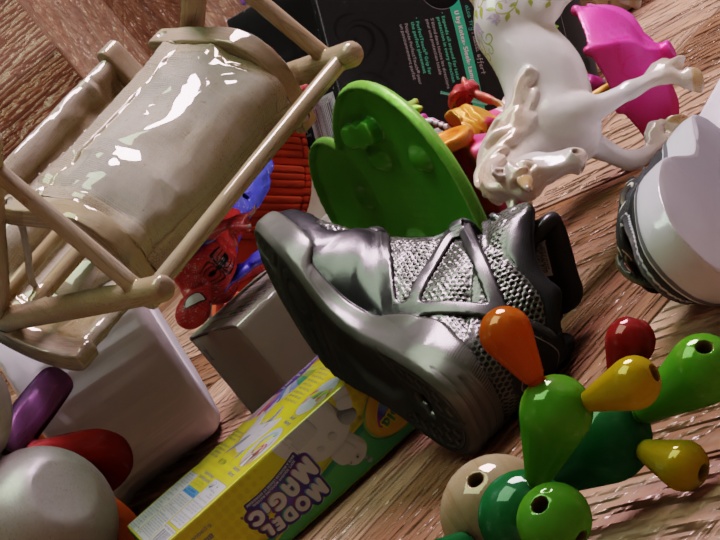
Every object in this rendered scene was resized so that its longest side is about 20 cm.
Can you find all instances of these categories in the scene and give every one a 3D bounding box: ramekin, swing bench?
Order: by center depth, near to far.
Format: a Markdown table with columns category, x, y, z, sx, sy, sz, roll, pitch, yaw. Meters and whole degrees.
| category | x | y | z | sx | sy | sz | roll | pitch | yaw |
| --- | --- | --- | --- | --- | --- | --- | --- | --- | --- |
| swing bench | -0.129 | -0.060 | 1.354 | 0.199 | 0.130 | 0.200 | -52 | 4 | -28 |
| ramekin | -0.175 | 0.051 | 1.570 | 0.097 | 0.201 | 0.200 | -31 | 9 | -3 |

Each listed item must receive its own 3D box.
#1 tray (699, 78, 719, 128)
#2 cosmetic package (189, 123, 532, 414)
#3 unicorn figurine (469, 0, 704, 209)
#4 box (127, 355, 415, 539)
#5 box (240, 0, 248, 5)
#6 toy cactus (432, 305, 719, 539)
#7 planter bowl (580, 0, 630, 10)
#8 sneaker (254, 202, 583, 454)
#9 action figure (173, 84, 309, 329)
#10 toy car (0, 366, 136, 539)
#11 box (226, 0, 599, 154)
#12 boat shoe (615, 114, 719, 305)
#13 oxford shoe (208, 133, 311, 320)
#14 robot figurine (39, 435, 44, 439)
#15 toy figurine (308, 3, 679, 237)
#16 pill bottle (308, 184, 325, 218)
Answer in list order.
| category | x | y | z | sx | sy | sz | roll | pitch | yaw |
| --- | --- | --- | --- | --- | --- | --- | --- | --- | --- |
| tray | 0.218 | -0.094 | 1.242 | 0.107 | 0.022 | 0.200 | -32 | 12 | 34 |
| cosmetic package | 0.000 | 0.000 | 1.483 | 0.200 | 0.073 | 0.103 | -43 | 9 | -18 |
| unicorn figurine | 0.105 | -0.096 | 1.244 | 0.137 | 0.200 | 0.074 | -12 | -41 | -17 |
| box | -0.028 | 0.090 | 1.265 | 0.200 | 0.048 | 0.117 | -43 | 10 | -8 |
| box | 0.029 | -0.228 | 1.665 | 0.199 | 0.039 | 0.137 | -12 | -3 | -40 |
| toy cactus | 0.048 | 0.088 | 0.897 | 0.200 | 0.102 | 0.165 | -49 | 1 | -6 |
| planter bowl | 0.139 | -0.252 | 1.841 | 0.134 | 0.201 | 0.200 | 3 | 36 | 35 |
| sneaker | 0.033 | 0.008 | 1.181 | 0.114 | 0.076 | 0.199 | -35 | 36 | -20 |
| action figure | -0.062 | -0.052 | 1.486 | 0.099 | 0.065 | 0.201 | -13 | 47 | 42 |
| toy car | -0.206 | 0.118 | 1.375 | 0.150 | 0.200 | 0.175 | -42 | -6 | -42 |
| box | 0.037 | -0.146 | 1.642 | 0.199 | 0.125 | 0.148 | -14 | -1 | -26 |
| boat shoe | 0.143 | -0.017 | 1.068 | 0.057 | 0.069 | 0.200 | -44 | 2 | 19 |
| oxford shoe | -0.075 | -0.023 | 1.600 | 0.073 | 0.071 | 0.201 | 178 | 99 | -79 |
| robot figurine | -0.259 | 0.141 | 1.536 | 0.117 | 0.144 | 0.200 | -48 | -28 | 13 |
| toy figurine | 0.090 | -0.078 | 1.359 | 0.184 | 0.151 | 0.200 | -31 | 13 | -20 |
| pill bottle | -0.004 | -0.118 | 1.915 | 0.112 | 0.112 | 0.200 | -28 | 16 | 49 |
